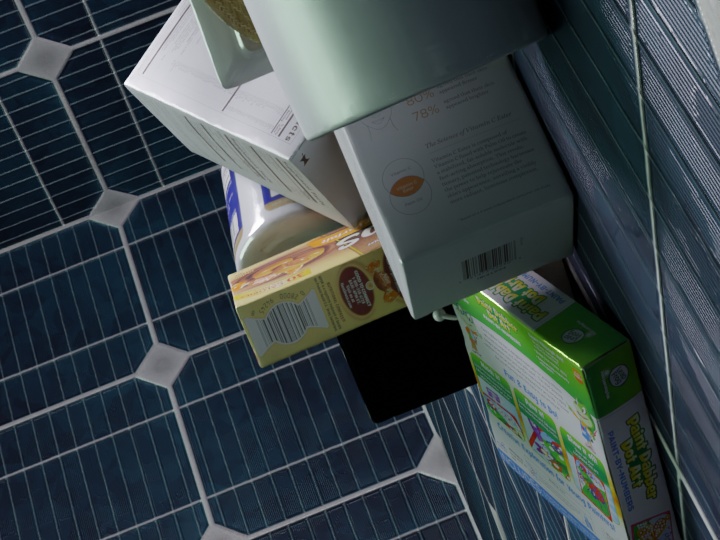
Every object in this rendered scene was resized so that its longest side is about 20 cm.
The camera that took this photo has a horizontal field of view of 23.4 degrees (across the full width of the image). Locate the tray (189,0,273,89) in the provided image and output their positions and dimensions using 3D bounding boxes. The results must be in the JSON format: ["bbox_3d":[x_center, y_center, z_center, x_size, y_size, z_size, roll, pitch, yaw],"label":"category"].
[{"bbox_3d":[-0.027,-0.213,1.233,0.022,0.199,0.108,1,114,65],"label":"tray"}]

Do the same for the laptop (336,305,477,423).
[{"bbox_3d":[0.053,0.031,1.605,0.189,0.115,0.200,67,-166,10],"label":"laptop"}]

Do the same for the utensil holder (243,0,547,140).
[{"bbox_3d":[0.001,-0.198,1.011,0.170,0.169,0.201,-141,27,-84],"label":"utensil holder"}]

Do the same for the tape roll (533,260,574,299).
[{"bbox_3d":[0.120,-0.015,1.355,0.203,0.037,0.204,160,90,-87],"label":"tape roll"}]

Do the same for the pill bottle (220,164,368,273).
[{"bbox_3d":[-0.059,-0.076,1.496,0.120,0.119,0.201,72,-176,-47],"label":"pill bottle"}]

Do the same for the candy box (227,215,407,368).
[{"bbox_3d":[0.000,0.000,1.341,0.115,0.198,0.056,-121,9,-75],"label":"candy box"}]

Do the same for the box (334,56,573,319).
[{"bbox_3d":[0.052,-0.090,1.196,0.098,0.123,0.201,74,174,-66],"label":"box"}]

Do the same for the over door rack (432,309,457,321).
[{"bbox_3d":[0.056,-0.055,1.489,0.202,0.066,0.148,68,-160,3],"label":"over door rack"}]

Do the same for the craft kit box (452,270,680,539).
[{"bbox_3d":[0.141,0.096,1.243,0.200,0.048,0.199,40,157,54],"label":"craft kit box"}]

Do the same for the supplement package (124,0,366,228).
[{"bbox_3d":[-0.068,-0.134,1.377,0.199,0.114,0.110,27,169,38],"label":"supplement package"}]

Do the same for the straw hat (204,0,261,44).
[{"bbox_3d":[-0.019,-0.238,1.171,0.203,0.200,0.085,69,-163,0],"label":"straw hat"}]
